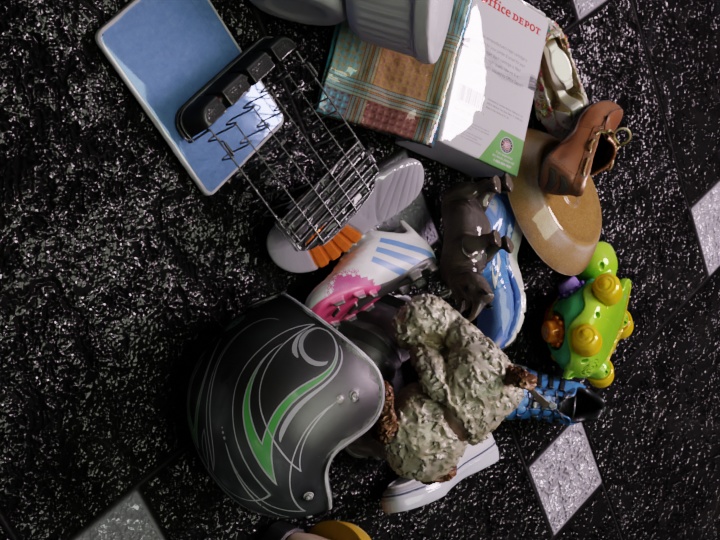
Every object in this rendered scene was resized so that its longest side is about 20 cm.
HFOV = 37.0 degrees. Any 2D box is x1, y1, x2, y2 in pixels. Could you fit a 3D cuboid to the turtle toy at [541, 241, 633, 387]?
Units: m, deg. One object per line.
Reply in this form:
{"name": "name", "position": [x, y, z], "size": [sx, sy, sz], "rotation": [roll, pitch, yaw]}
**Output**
{"name": "turtle toy", "position": [0.306, 0.054, 1.450], "size": [0.202, 0.100, 0.146], "rotation": [-64, 149, -18]}

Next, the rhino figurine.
{"name": "rhino figurine", "position": [0.130, -0.025, 1.249], "size": [0.060, 0.086, 0.203], "rotation": [40, 45, -42]}

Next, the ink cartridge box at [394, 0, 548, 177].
{"name": "ink cartridge box", "position": [0.136, -0.230, 1.292], "size": [0.145, 0.084, 0.204], "rotation": [18, 82, -40]}

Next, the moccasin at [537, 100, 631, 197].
{"name": "moccasin", "position": [0.292, -0.153, 1.350], "size": [0.201, 0.077, 0.075], "rotation": [-43, 150, -50]}

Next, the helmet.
{"name": "helmet", "position": [-0.081, 0.144, 1.088], "size": [0.191, 0.199, 0.200], "rotation": [-51, 123, -9]}

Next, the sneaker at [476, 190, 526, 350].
{"name": "sneaker", "position": [0.152, 0.002, 1.345], "size": [0.088, 0.078, 0.204], "rotation": [-1, 87, -32]}

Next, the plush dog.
{"name": "plush dog", "position": [0.094, 0.153, 1.168], "size": [0.172, 0.160, 0.200], "rotation": [-46, 123, -8]}

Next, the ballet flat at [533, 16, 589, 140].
{"name": "ballet flat", "position": [0.258, -0.235, 1.393], "size": [0.075, 0.064, 0.201], "rotation": [-35, 124, -4]}

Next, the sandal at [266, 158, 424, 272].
{"name": "sandal", "position": [-0.022, -0.069, 1.195], "size": [0.205, 0.059, 0.080], "rotation": [-30, 132, -21]}

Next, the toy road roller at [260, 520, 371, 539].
{"name": "toy road roller", "position": [-0.039, 0.381, 1.194], "size": [0.145, 0.122, 0.203], "rotation": [22, 80, -50]}

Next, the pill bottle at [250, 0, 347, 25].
{"name": "pill bottle", "position": [-0.048, -0.367, 1.110], "size": [0.111, 0.111, 0.204], "rotation": [13, 86, -39]}

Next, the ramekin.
{"name": "ramekin", "position": [0.047, -0.320, 1.106], "size": [0.202, 0.093, 0.206], "rotation": [11, 90, -81]}

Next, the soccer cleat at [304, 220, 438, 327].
{"name": "soccer cleat", "position": [0.000, 0.000, 1.218], "size": [0.198, 0.070, 0.087], "rotation": [-21, 67, -41]}

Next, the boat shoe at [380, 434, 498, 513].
{"name": "boat shoe", "position": [0.091, 0.234, 1.324], "size": [0.198, 0.073, 0.068], "rotation": [-19, 92, -46]}

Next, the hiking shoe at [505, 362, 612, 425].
{"name": "hiking shoe", "position": [0.242, 0.164, 1.418], "size": [0.198, 0.086, 0.076], "rotation": [5, 92, -39]}

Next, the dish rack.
{"name": "dish rack", "position": [-0.075, -0.127, 1.112], "size": [0.154, 0.054, 0.201], "rotation": [-46, 110, -24]}

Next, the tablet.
{"name": "tablet", "position": [-0.169, -0.192, 1.092], "size": [0.130, 0.014, 0.201], "rotation": [-48, 121, -25]}

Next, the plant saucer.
{"name": "plant saucer", "position": [0.258, -0.096, 1.387], "size": [0.199, 0.035, 0.203], "rotation": [25, 54, -40]}

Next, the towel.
{"name": "towel", "position": [0.040, -0.254, 1.204], "size": [0.144, 0.022, 0.203], "rotation": [15, 84, -3]}

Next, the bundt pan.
{"name": "bundt pan", "position": [0.047, 0.129, 1.263], "size": [0.200, 0.075, 0.206], "rotation": [-5, 98, -40]}
